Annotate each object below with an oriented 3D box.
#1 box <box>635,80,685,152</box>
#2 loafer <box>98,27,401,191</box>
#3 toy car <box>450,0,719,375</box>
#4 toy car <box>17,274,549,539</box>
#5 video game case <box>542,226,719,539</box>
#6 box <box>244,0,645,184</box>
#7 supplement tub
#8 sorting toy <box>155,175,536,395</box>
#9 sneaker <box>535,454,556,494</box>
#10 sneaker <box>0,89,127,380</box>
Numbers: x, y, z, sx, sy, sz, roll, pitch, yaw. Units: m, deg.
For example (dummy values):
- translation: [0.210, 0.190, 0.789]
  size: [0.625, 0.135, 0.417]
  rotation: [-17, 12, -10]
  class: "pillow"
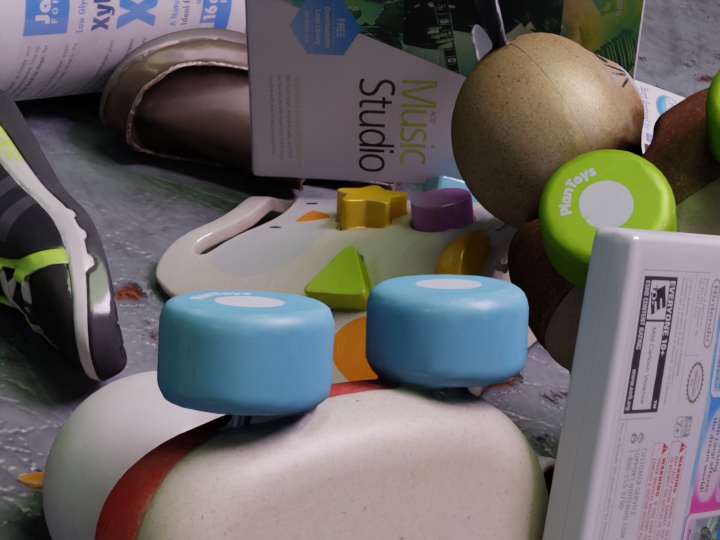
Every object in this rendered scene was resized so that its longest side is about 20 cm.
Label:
- translation: [0.140, -0.093, 1.202]
  size: [0.200, 0.042, 0.119]
  rotation: [17, 34, -6]
  class: "box"
- translation: [-0.047, -0.086, 1.054]
  size: [0.200, 0.073, 0.071]
  rotation: [1, 36, -28]
  class: "loafer"
- translation: [0.106, -0.065, 0.843]
  size: [0.158, 0.164, 0.200]
  rotation: [-32, 63, -6]
  class: "toy car"
- translation: [-0.047, 0.089, 0.733]
  size: [0.177, 0.185, 0.200]
  rotation: [-5, 11, -36]
  class: "toy car"
- translation: [0.134, 0.085, 0.750]
  size: [0.024, 0.200, 0.182]
  rotation: [14, 7, 40]
  class: "video game case"
- translation: [0.042, -0.107, 0.961]
  size: [0.200, 0.144, 0.036]
  rotation: [2, 44, 2]
  class: "box"
- translation: [-0.172, -0.162, 1.044]
  size: [0.200, 0.132, 0.132]
  rotation: [-13, 44, -43]
  class: "supplement tub"
- translation: [0.000, 0.000, 0.952]
  size: [0.180, 0.107, 0.200]
  rotation: [12, 26, 25]
  class: "sorting toy"
- translation: [0.039, 0.098, 0.808]
  size: [0.200, 0.085, 0.073]
  rotation: [24, 32, 8]
  class: "sneaker"
- translation: [-0.175, -0.009, 0.886]
  size: [0.083, 0.072, 0.200]
  rotation: [-22, 45, -17]
  class: "sneaker"
